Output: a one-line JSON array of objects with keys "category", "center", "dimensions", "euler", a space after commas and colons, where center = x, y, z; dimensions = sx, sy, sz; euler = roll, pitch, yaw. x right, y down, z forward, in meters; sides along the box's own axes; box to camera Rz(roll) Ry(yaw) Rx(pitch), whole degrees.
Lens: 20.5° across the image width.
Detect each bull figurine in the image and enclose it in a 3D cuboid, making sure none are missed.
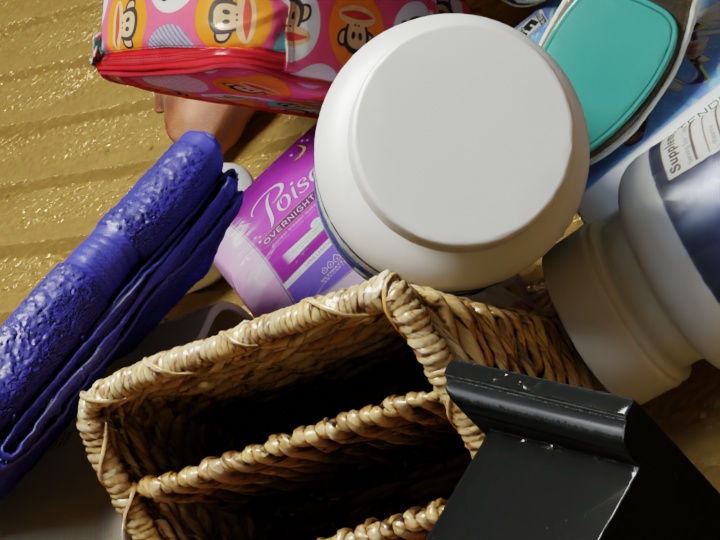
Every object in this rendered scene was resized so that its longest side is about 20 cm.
[{"category": "bull figurine", "center": [-0.069, -0.164, 1.313], "dimensions": [0.200, 0.065, 0.121], "euler": [-52, 26, 8]}]

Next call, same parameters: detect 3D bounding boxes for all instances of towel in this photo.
[{"category": "towel", "center": [-0.133, 0.037, 0.959], "dimensions": [0.200, 0.049, 0.148], "euler": [-50, -6, -28]}]

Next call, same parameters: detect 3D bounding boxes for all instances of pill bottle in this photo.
[{"category": "pill bottle", "center": [0.038, -0.049, 0.879], "dimensions": [0.120, 0.120, 0.200], "euler": [-48, -1, -4]}, {"category": "pill bottle", "center": [0.183, -0.024, 0.865], "dimensions": [0.200, 0.111, 0.111], "euler": [-32, 36, 20]}]

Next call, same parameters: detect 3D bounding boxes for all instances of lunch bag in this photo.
[{"category": "lunch bag", "center": [-0.053, -0.137, 1.166], "dimensions": [0.176, 0.199, 0.082], "euler": [4, 89, 48]}]

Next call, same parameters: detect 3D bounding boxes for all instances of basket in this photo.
[{"category": "basket", "center": [-0.008, 0.100, 0.872], "dimensions": [0.199, 0.149, 0.144], "euler": [-19, 71, 33]}]

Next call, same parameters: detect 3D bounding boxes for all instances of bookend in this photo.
[{"category": "bookend", "center": [0.068, 0.173, 0.702], "dimensions": [0.092, 0.199, 0.201], "euler": [10, 62, 49]}]

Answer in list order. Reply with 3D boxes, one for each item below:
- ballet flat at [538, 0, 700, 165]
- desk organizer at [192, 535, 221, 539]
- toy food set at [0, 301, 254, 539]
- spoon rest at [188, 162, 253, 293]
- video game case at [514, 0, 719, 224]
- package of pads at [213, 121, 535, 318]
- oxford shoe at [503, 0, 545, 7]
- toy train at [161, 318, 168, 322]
[{"category": "ballet flat", "center": [0.141, -0.141, 0.980], "dimensions": [0.201, 0.069, 0.069], "euler": [-68, 29, 17]}, {"category": "desk organizer", "center": [-0.108, 0.169, 1.017], "dimensions": [0.077, 0.072, 0.200], "euler": [-38, 34, 7]}, {"category": "toy food set", "center": [-0.137, 0.107, 1.013], "dimensions": [0.143, 0.061, 0.200], "euler": [-19, 31, 28]}, {"category": "spoon rest", "center": [-0.143, 0.006, 1.237], "dimensions": [0.200, 0.061, 0.099], "euler": [-43, 34, 6]}, {"category": "video game case", "center": [0.170, -0.115, 1.036], "dimensions": [0.181, 0.045, 0.200], "euler": [-37, 34, 11]}, {"category": "package of pads", "center": [0.000, 0.000, 1.073], "dimensions": [0.120, 0.076, 0.200], "euler": [-42, 34, 0]}, {"category": "oxford shoe", "center": [0.095, -0.191, 1.132], "dimensions": [0.075, 0.070, 0.200], "euler": [-44, 5, 9]}, {"category": "toy train", "center": [-0.152, 0.112, 1.145], "dimensions": [0.034, 0.046, 0.201], "euler": [-4, 51, 45]}]
